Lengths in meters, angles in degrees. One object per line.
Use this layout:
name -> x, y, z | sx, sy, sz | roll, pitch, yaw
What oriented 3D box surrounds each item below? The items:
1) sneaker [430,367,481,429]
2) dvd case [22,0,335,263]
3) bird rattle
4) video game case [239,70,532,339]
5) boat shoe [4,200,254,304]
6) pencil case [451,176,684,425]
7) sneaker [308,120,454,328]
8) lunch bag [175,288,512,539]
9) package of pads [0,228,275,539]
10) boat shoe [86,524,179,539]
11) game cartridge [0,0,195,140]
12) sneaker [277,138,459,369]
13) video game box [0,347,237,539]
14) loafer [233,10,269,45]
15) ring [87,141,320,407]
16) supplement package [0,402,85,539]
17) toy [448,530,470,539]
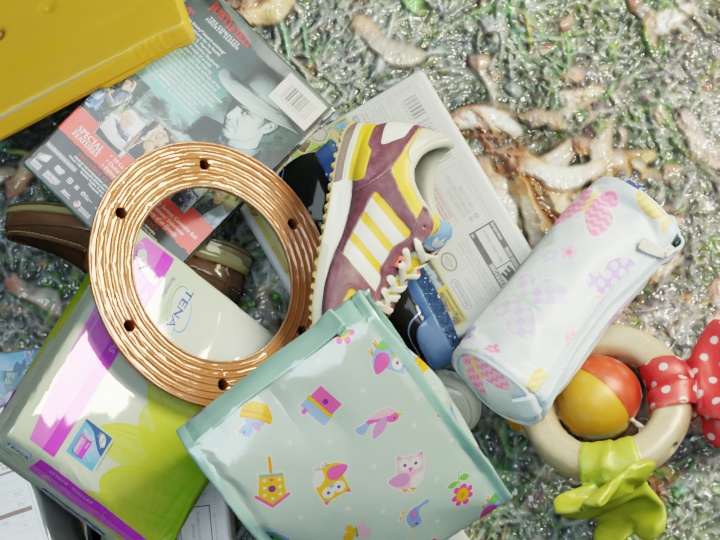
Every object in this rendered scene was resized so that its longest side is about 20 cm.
sneaker -> -0.005, 0.120, 1.631 | 0.199, 0.081, 0.075 | -7, 107, 0
dvd case -> -0.139, -0.102, 1.651 | 0.146, 0.022, 0.200 | 43, 82, 2
bird rattle -> 0.202, 0.103, 1.622 | 0.163, 0.113, 0.200 | 35, 82, 25
video game case -> 0.021, -0.028, 1.692 | 0.182, 0.023, 0.200 | -31, 81, -1
boat shoe -> -0.186, -0.007, 1.679 | 0.199, 0.072, 0.068 | 14, 81, 4
pencil case -> 0.157, 0.023, 1.618 | 0.091, 0.083, 0.200 | 31, 67, 28
sneaker -> 0.019, -0.010, 1.573 | 0.090, 0.075, 0.201 | 5, 86, 16
lunch bag -> -0.017, 0.121, 1.506 | 0.170, 0.200, 0.122 | -36, 38, 2
package of pads -> -0.159, 0.090, 1.560 | 0.154, 0.068, 0.200 | 39, 59, -19
boat shoe -> -0.169, 0.151, 1.614 | 0.073, 0.063, 0.202 | -3, 80, 5
game cartridge -> -0.238, -0.197, 1.684 | 0.199, 0.032, 0.177 | -25, 49, 6
sneaker -> 0.000, 0.000, 1.649 | 0.078, 0.070, 0.200 | -34, 79, 10
video game box -> -0.193, 0.153, 1.668 | 0.181, 0.047, 0.201 | -6, 81, 2
loafer -> -0.150, -0.119, 1.690 | 0.200, 0.072, 0.063 | -44, 68, -6
ring -> -0.110, 0.004, 1.566 | 0.200, 0.019, 0.201 | 10, 70, -29
supplement package -> -0.268, 0.212, 1.585 | 0.117, 0.117, 0.201 | -19, 80, 3
toy -> 0.024, 0.214, 1.583 | 0.115, 0.047, 0.200 | -32, 39, -7
